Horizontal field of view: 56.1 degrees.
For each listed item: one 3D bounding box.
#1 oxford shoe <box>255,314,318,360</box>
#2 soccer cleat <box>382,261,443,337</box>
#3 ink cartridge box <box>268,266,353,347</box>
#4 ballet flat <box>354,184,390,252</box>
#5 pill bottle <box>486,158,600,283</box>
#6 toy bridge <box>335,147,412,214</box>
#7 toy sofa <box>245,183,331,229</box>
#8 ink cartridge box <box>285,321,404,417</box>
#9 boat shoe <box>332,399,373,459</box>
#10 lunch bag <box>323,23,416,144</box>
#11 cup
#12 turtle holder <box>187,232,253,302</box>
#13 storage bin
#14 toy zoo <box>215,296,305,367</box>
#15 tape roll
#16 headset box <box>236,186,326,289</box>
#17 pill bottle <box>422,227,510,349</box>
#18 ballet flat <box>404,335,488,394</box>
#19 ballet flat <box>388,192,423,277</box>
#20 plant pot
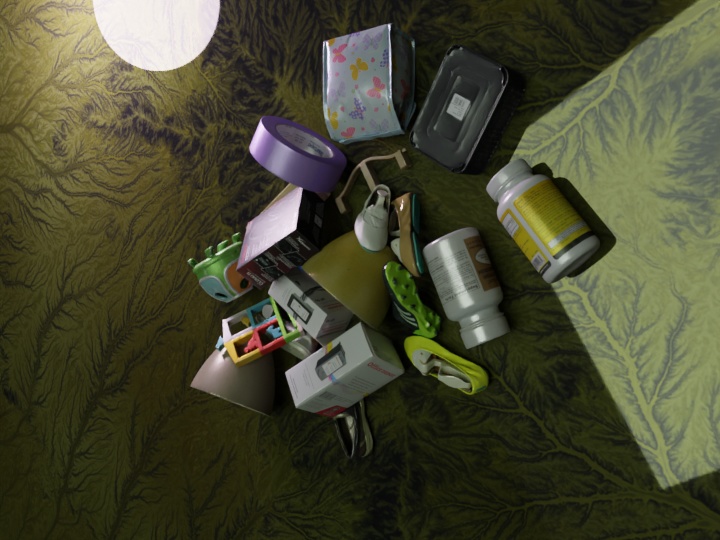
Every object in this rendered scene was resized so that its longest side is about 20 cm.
[{"bbox_3d":[-0.168,0.146,1.557,0.198,0.076,0.058,24,62,39],"label":"oxford shoe"},{"bbox_3d":[0.085,0.062,1.307,0.080,0.068,0.201,-4,135,42],"label":"soccer cleat"},{"bbox_3d":[-0.090,0.077,1.456,0.199,0.115,0.069,41,116,24],"label":"ink cartridge box"},{"bbox_3d":[0.030,-0.111,1.317,0.068,0.201,0.071,3,121,5],"label":"ballet flat"},{"bbox_3d":[0.308,-0.089,1.163,0.112,0.112,0.202,-44,70,29],"label":"pill bottle"},{"bbox_3d":[0.021,-0.197,1.408,0.199,0.027,0.068,-34,74,32],"label":"toy bridge"},{"bbox_3d":[-0.158,-0.137,1.518,0.083,0.098,0.199,47,121,-6],"label":"toy sofa"},{"bbox_3d":[-0.031,0.207,1.373,0.198,0.147,0.087,-35,57,14],"label":"ink cartridge box"},{"bbox_3d":[-0.030,0.307,1.463,0.073,0.064,0.203,-29,76,35],"label":"boat shoe"},{"bbox_3d":[0.018,-0.358,1.340,0.167,0.126,0.205,-4,82,33],"label":"lunch bag"},{"bbox_3d":[-0.278,0.236,1.575,0.197,0.200,0.146,10,73,34],"label":"cup"},{"bbox_3d":[-0.331,0.009,1.609,0.183,0.141,0.133,-26,96,24],"label":"turtle holder"},{"bbox_3d":[0.195,-0.290,1.239,0.134,0.093,0.203,36,114,27],"label":"storage bin"},{"bbox_3d":[-0.233,0.135,1.524,0.197,0.021,0.132,-26,49,-3],"label":"toy zoo"},{"bbox_3d":[-0.128,-0.242,1.404,0.200,0.199,0.066,42,115,24],"label":"tape roll"},{"bbox_3d":[-0.170,-0.066,1.406,0.198,0.077,0.151,-29,36,30],"label":"headset box"},{"bbox_3d":[0.200,0.034,1.249,0.113,0.113,0.204,-27,79,33],"label":"pill bottle"},{"bbox_3d":[0.155,0.186,1.317,0.197,0.067,0.068,23,126,31],"label":"ballet flat"},{"bbox_3d":[0.086,-0.064,1.305,0.062,0.069,0.203,-13,47,16],"label":"ballet flat"},{"bbox_3d":[0.000,0.000,1.359,0.199,0.200,0.143,39,90,26],"label":"plant pot"}]
